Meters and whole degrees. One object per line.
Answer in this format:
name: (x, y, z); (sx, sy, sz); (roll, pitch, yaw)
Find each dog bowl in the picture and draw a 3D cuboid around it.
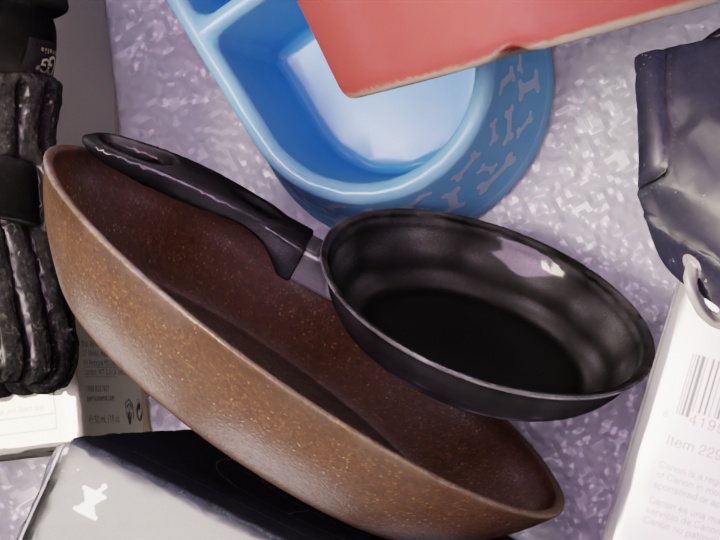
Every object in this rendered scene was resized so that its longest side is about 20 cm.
dog bowl: (-0.016, -0.104, 1.045); (0.111, 0.050, 0.200); (-34, 78, 12)

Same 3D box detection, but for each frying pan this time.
frying pan: (0.005, 0.009, 0.959); (0.190, 0.115, 0.031); (10, 118, -17)

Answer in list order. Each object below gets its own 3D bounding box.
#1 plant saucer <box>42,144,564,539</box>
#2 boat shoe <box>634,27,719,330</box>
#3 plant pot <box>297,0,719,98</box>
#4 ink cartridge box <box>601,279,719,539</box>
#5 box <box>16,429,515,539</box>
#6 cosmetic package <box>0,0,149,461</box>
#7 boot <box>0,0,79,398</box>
plant saucer: (-0.026, 0.031, 0.952); (0.200, 0.200, 0.037); (37, 98, 14)
boat shoe: (0.141, 0.011, 0.901); (0.093, 0.075, 0.200); (-13, 76, 22)
plant pot: (0.040, -0.156, 0.928); (0.200, 0.200, 0.178); (-13, 94, 15)
ink cartridge box: (0.179, 0.019, 0.964); (0.147, 0.086, 0.200); (18, 91, 16)
box: (0.002, 0.143, 0.950); (0.200, 0.197, 0.124); (25, 94, 16)
cosmetic package: (-0.142, -0.031, 1.064); (0.103, 0.073, 0.200); (-6, 85, 16)
boot: (-0.195, -0.034, 0.997); (0.211, 0.079, 0.158); (1, 86, 13)
